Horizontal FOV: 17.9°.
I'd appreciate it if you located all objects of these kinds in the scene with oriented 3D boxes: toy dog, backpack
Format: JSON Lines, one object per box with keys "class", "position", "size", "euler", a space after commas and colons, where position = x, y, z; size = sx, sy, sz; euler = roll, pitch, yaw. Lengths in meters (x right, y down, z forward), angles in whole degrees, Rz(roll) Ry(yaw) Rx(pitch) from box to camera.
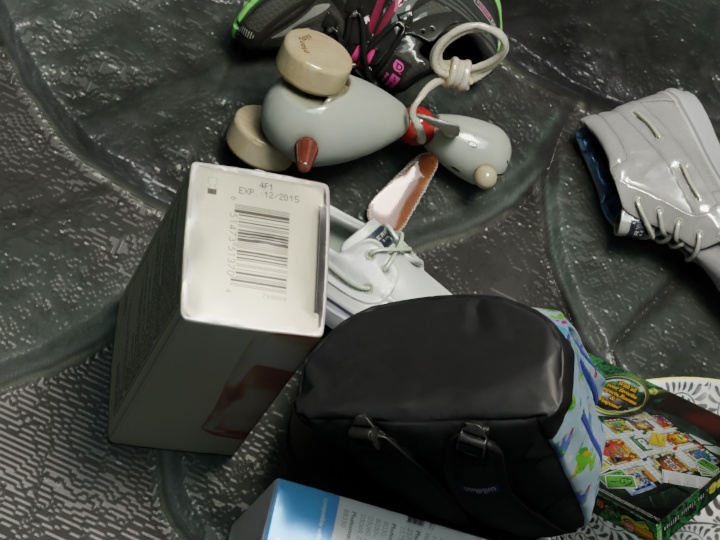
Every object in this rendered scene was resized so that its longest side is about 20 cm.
{"class": "toy dog", "position": [0.013, -0.085, 1.509], "size": [0.198, 0.133, 0.097], "euler": [-3, 44, -11]}
{"class": "backpack", "position": [0.072, 0.087, 1.325], "size": [0.162, 0.201, 0.155], "euler": [-3, 51, 23]}

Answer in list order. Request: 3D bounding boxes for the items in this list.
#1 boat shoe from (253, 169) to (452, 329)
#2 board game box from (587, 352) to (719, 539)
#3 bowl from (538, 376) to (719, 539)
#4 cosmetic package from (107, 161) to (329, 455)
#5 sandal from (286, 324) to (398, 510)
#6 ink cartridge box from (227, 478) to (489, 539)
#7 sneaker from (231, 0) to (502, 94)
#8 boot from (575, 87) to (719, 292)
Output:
{"class": "boat shoe", "position": [0.000, 0.000, 1.450], "size": [0.199, 0.067, 0.074], "euler": [23, 26, 10]}
{"class": "board game box", "position": [0.145, 0.100, 1.446], "size": [0.105, 0.024, 0.199], "euler": [-36, 42, -28]}
{"class": "bowl", "position": [0.199, 0.164, 1.444], "size": [0.199, 0.095, 0.201], "euler": [-8, 33, 5]}
{"class": "cosmetic package", "position": [-0.087, 0.028, 1.365], "size": [0.086, 0.200, 0.104], "euler": [9, 65, -16]}
{"class": "sandal", "position": [-0.002, 0.071, 1.425], "size": [0.074, 0.045, 0.201], "euler": [17, 40, -12]}
{"class": "ink cartridge box", "position": [0.022, 0.196, 1.370], "size": [0.198, 0.116, 0.067], "euler": [18, 65, -11]}
{"class": "sneaker", "position": [0.010, -0.165, 1.563], "size": [0.198, 0.077, 0.084], "euler": [-2, 62, -19]}
{"class": "boot", "position": [0.220, -0.030, 1.585], "size": [0.095, 0.074, 0.201], "euler": [-16, 63, -19]}
